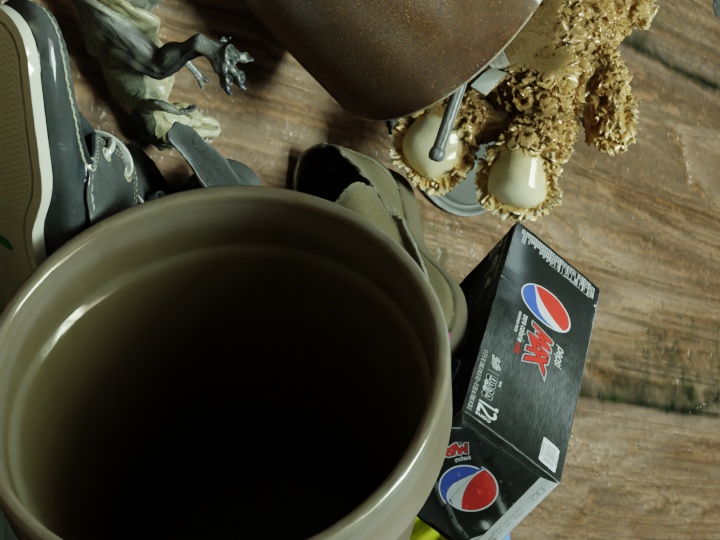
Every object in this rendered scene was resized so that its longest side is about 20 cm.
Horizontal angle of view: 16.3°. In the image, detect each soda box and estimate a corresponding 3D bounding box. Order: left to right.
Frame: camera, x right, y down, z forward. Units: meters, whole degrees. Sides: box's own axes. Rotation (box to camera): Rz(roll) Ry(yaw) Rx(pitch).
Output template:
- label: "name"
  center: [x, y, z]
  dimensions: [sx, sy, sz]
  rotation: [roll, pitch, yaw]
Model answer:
- label: "soda box"
  center: [0.071, 0.059, 1.294]
  dimensions: [0.063, 0.071, 0.200]
  rotation: [37, 29, -8]

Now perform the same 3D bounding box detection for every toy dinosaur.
- label: "toy dinosaur"
  center: [-0.102, -0.121, 1.191]
  dimensions: [0.200, 0.088, 0.048]
  rotation: [61, 41, -38]

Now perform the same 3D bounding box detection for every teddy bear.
- label: "teddy bear"
  center: [0.093, -0.107, 1.419]
  dimensions: [0.067, 0.145, 0.200]
  rotation: [80, 15, -52]

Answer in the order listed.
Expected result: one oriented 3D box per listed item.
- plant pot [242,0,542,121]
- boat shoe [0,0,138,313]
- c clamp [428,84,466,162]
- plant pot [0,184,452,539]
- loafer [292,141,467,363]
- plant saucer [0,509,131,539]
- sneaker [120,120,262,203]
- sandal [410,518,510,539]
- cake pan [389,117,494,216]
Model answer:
- label: "plant pot"
  center: [-0.020, -0.208, 1.270]
  dimensions: [0.200, 0.187, 0.187]
  rotation: [35, 56, -31]
- label: "boat shoe"
  center: [-0.134, -0.040, 1.106]
  dimensions: [0.068, 0.072, 0.200]
  rotation: [-30, 136, -27]
- label: "c clamp"
  center: [0.037, -0.153, 1.374]
  dimensions: [0.027, 0.200, 0.171]
  rotation: [24, 91, -21]
- label: "plant pot"
  center: [-0.052, 0.092, 1.089]
  dimensions: [0.174, 0.199, 0.200]
  rotation: [79, 26, -52]
- label: "loafer"
  center: [0.000, 0.000, 1.327]
  dimensions: [0.067, 0.076, 0.200]
  rotation: [33, 18, -28]
- label: "plant saucer"
  center: [-0.103, 0.115, 1.212]
  dimensions: [0.200, 0.050, 0.201]
  rotation: [7, 81, -58]
- label: "sneaker"
  center: [-0.063, 0.017, 1.250]
  dimensions: [0.104, 0.060, 0.200]
  rotation: [-62, 134, -74]
- label: "sandal"
  center: [0.042, 0.100, 1.369]
  dimensions: [0.087, 0.079, 0.200]
  rotation: [33, 35, -53]
- label: "cake pan"
  center: [0.075, -0.134, 1.541]
  dimensions: [0.200, 0.037, 0.201]
  rotation: [8, 81, -59]
